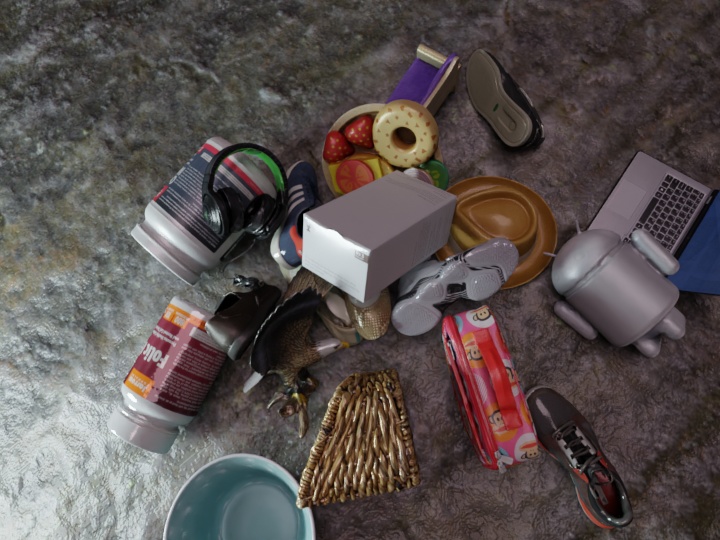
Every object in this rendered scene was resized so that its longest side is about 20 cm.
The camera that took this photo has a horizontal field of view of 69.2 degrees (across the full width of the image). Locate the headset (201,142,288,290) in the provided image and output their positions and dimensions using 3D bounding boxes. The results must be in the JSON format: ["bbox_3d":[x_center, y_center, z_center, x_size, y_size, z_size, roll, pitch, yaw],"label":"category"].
[{"bbox_3d":[-0.158,-0.077,0.734,0.122,0.093,0.203,6,93,-35],"label":"headset"}]

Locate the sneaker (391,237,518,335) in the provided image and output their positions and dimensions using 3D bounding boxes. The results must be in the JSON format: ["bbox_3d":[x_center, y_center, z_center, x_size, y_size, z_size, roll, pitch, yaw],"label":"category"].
[{"bbox_3d":[0.125,0.002,0.744,0.199,0.115,0.075,-36,113,21],"label":"sneaker"}]

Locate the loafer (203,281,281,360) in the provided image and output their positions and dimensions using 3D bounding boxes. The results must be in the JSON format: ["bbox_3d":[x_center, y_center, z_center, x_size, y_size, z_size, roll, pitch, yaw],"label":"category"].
[{"bbox_3d":[-0.165,0.052,0.740,0.071,0.200,0.073,36,100,-8],"label":"loafer"}]

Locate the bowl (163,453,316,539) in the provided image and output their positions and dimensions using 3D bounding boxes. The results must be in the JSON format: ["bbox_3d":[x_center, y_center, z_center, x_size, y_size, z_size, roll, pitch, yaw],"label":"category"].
[{"bbox_3d":[-0.145,0.348,0.696,0.197,0.105,0.204,-2,74,7],"label":"bowl"}]

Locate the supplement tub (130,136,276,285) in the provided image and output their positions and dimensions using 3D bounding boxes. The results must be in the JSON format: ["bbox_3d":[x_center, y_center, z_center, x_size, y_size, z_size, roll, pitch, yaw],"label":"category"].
[{"bbox_3d":[-0.242,-0.093,0.819,0.140,0.141,0.201,38,81,15],"label":"supplement tub"}]

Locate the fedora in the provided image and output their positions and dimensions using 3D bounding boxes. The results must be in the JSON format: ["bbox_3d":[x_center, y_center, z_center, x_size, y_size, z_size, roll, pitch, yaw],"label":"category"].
[{"bbox_3d":[0.201,-0.070,0.789,0.197,0.082,0.204,-2,73,6],"label":"fedora"}]

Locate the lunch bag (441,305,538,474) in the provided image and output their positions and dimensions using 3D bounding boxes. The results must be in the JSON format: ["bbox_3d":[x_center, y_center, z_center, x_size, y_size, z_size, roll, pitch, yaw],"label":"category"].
[{"bbox_3d":[0.166,0.151,0.679,0.081,0.176,0.203,-16,72,1],"label":"lunch bag"}]

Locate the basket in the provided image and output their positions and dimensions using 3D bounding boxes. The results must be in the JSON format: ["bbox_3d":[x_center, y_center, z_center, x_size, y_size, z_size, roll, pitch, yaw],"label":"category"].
[{"bbox_3d":[-0.008,0.208,0.670,0.147,0.200,0.145,-13,73,3],"label":"basket"}]

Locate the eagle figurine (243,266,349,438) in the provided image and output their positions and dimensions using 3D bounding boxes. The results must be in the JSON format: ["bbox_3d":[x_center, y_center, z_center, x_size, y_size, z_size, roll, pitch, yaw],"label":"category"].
[{"bbox_3d":[-0.088,0.094,0.721,0.150,0.203,0.151,-19,24,-33],"label":"eagle figurine"}]

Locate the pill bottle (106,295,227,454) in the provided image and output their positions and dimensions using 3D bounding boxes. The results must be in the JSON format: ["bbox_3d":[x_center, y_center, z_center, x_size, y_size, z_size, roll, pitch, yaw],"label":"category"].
[{"bbox_3d":[-0.273,0.151,0.764,0.113,0.114,0.202,24,77,13],"label":"pill bottle"}]

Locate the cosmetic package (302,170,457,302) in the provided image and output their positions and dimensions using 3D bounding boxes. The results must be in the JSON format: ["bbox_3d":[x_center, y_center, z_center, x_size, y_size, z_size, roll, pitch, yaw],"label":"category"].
[{"bbox_3d":[0.028,-0.053,0.690,0.112,0.082,0.199,30,43,30],"label":"cosmetic package"}]

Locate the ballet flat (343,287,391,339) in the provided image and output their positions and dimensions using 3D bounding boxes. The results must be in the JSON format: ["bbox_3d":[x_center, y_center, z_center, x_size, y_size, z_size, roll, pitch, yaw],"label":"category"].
[{"bbox_3d":[0.000,0.000,0.757,0.070,0.065,0.202,-16,58,9],"label":"ballet flat"}]

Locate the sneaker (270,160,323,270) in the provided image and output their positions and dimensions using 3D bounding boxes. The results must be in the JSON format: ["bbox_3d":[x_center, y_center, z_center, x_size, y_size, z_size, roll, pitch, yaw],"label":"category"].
[{"bbox_3d":[-0.077,-0.096,0.808,0.084,0.075,0.202,-19,52,32],"label":"sneaker"}]

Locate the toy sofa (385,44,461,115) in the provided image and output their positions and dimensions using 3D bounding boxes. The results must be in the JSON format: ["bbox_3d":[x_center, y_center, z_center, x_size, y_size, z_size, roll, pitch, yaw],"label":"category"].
[{"bbox_3d":[0.080,-0.272,0.856,0.082,0.098,0.201,31,80,14],"label":"toy sofa"}]

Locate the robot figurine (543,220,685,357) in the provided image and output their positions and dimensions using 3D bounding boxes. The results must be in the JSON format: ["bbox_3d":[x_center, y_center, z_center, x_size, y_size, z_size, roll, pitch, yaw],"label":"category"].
[{"bbox_3d":[0.350,0.024,0.725,0.200,0.113,0.170,47,120,12],"label":"robot figurine"}]

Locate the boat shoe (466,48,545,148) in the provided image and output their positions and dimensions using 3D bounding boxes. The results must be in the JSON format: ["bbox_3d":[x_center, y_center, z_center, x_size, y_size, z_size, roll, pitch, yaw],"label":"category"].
[{"bbox_3d":[0.237,-0.284,0.868,0.067,0.072,0.202,-6,61,-33],"label":"boat shoe"}]

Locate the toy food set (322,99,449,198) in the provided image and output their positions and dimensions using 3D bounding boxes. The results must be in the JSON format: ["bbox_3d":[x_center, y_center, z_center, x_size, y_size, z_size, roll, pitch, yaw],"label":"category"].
[{"bbox_3d":[0.034,-0.152,0.793,0.197,0.200,0.049,-5,32,20],"label":"toy food set"}]

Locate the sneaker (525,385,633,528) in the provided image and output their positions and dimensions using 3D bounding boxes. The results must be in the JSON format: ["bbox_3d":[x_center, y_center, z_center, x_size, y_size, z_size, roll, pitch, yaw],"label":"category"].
[{"bbox_3d":[0.293,0.240,0.688,0.077,0.082,0.201,-32,73,-4],"label":"sneaker"}]

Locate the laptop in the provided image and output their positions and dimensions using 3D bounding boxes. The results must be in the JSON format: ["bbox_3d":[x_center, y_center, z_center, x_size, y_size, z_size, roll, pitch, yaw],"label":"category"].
[{"bbox_3d":[0.461,-0.078,0.744,0.199,0.116,0.188,35,80,15],"label":"laptop"}]

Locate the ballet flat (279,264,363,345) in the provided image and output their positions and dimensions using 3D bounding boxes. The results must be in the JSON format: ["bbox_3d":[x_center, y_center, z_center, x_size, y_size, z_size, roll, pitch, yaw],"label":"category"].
[{"bbox_3d":[-0.061,0.027,0.801,0.069,0.070,0.200,-41,73,-6],"label":"ballet flat"}]
